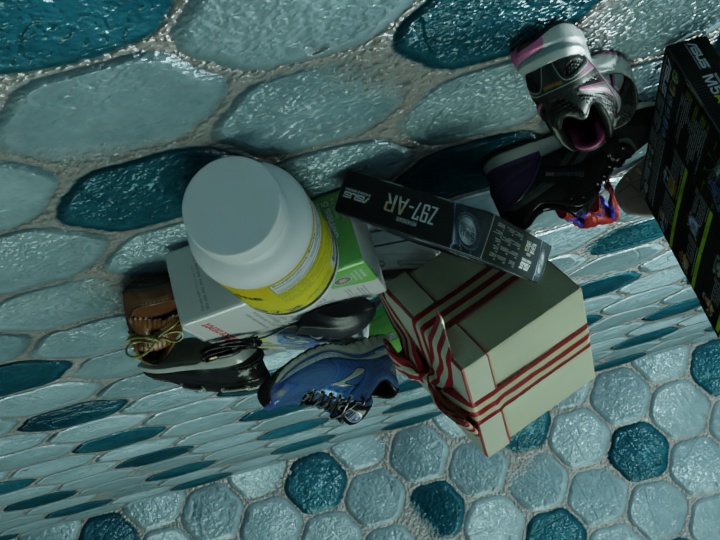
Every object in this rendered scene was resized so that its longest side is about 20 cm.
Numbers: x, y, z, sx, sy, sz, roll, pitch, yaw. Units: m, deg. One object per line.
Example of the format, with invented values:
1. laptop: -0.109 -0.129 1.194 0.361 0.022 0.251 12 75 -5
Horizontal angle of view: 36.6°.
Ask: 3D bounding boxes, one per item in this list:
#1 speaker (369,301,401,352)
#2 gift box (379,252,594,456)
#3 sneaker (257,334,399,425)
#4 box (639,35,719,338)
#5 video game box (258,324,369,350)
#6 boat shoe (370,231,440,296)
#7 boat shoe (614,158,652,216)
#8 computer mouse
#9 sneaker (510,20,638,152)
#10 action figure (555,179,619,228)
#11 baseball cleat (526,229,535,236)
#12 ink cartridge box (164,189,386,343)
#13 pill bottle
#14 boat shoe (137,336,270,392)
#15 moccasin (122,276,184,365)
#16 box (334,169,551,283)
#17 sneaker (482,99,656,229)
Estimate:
1. speaker: 0.065 0.074 1.560 0.088 0.089 0.200 -3 160 -41
2. gift box: 0.130 0.065 1.223 0.186 0.184 0.201 -34 131 -12
3. sneaker: -0.028 0.134 1.256 0.199 0.090 0.078 -10 160 -39
4. box: 0.318 -0.073 0.987 0.047 0.194 0.201 -16 143 -5
5. video game box: -0.094 0.061 1.313 0.198 0.047 0.182 2 164 7
6. boat shoe: 0.000 0.000 1.265 0.198 0.066 0.072 -12 165 -16
7. boat shoe: 0.397 -0.112 1.275 0.199 0.076 0.072 -19 167 18
8. computer mouse: -0.076 0.073 1.181 0.198 0.034 0.059 -17 170 -2
9. sneaker: 0.188 -0.138 0.931 0.080 0.087 0.199 -23 164 31
10. action figure: 0.276 -0.078 1.313 0.065 0.052 0.200 -15 171 18
11. baseball cleat: 0.131 0.010 1.356 0.198 0.107 0.070 -14 -176 -1
12. ink cartridge box: -0.086 0.003 1.148 0.198 0.085 0.146 -19 165 6
13. pill bottle: -0.089 -0.030 0.975 0.111 0.113 0.200 -17 164 5
14. boat shoe: -0.188 0.118 1.306 0.199 0.061 0.074 -10 -155 37
15. moccasin: -0.231 0.060 1.214 0.073 0.078 0.201 -8 163 -21
16. box: 0.088 -0.042 1.088 0.159 0.044 0.200 19 -179 25
17. sneaker: 0.230 -0.100 1.104 0.199 0.088 0.076 -21 164 17
